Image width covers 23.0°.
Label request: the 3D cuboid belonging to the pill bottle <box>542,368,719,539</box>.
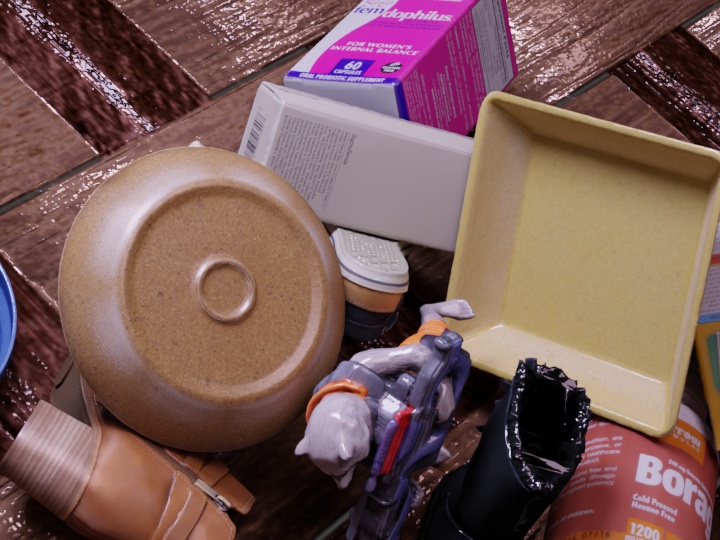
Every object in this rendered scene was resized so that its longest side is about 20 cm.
[{"bbox_3d":[0.191,0.158,1.236,0.112,0.112,0.200,24,46,-5],"label":"pill bottle"}]

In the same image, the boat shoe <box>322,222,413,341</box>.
[{"bbox_3d":[0.000,0.000,1.288,0.075,0.062,0.200,15,15,-6],"label":"boat shoe"}]

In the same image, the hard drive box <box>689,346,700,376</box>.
[{"bbox_3d":[0.322,0.083,1.336,0.200,0.077,0.156,49,12,18],"label":"hard drive box"}]

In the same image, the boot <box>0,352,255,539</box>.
[{"bbox_3d":[-0.130,0.105,1.162,0.155,0.077,0.200,32,35,-6],"label":"boot"}]

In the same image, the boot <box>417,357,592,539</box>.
[{"bbox_3d":[0.088,0.167,1.145,0.073,0.163,0.198,23,47,-9],"label":"boot"}]

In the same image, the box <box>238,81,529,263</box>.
[{"bbox_3d":[0.015,-0.071,1.288,0.200,0.082,0.068,15,13,-22],"label":"box"}]

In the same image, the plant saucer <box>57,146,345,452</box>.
[{"bbox_3d":[-0.092,0.015,1.133,0.200,0.035,0.200,5,78,-26],"label":"plant saucer"}]

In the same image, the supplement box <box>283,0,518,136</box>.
[{"bbox_3d":[0.037,-0.156,1.418,0.101,0.103,0.200,7,36,29],"label":"supplement box"}]

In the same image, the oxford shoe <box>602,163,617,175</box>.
[{"bbox_3d":[0.173,-0.006,1.308,0.071,0.200,0.073,23,46,12],"label":"oxford shoe"}]

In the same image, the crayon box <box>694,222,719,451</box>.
[{"bbox_3d":[0.292,0.019,1.240,0.126,0.052,0.200,-11,80,12],"label":"crayon box"}]

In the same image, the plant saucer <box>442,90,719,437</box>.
[{"bbox_3d":[0.162,-0.009,1.237,0.200,0.200,0.048,20,19,35],"label":"plant saucer"}]

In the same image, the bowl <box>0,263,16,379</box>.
[{"bbox_3d":[-0.326,0.033,1.151,0.200,0.039,0.201,13,47,-15],"label":"bowl"}]

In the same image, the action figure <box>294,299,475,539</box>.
[{"bbox_3d":[0.008,0.110,1.177,0.105,0.200,0.193,27,14,17],"label":"action figure"}]

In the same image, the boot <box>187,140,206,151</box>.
[{"bbox_3d":[-0.074,-0.002,1.219,0.200,0.107,0.075,39,4,-28],"label":"boot"}]
